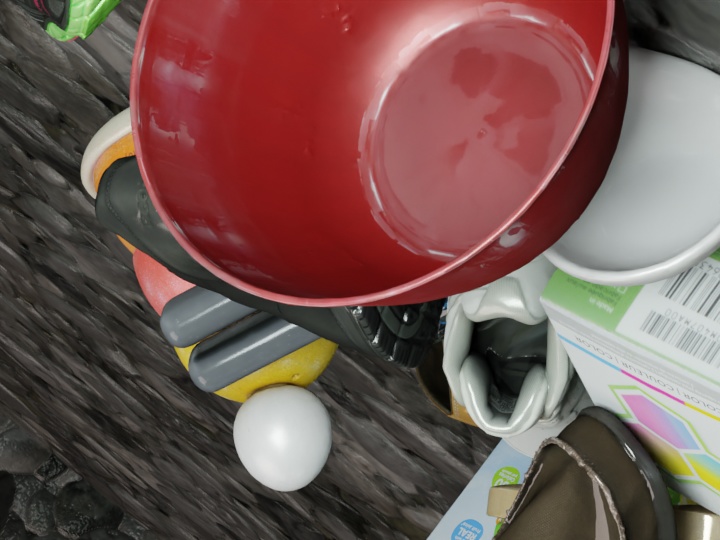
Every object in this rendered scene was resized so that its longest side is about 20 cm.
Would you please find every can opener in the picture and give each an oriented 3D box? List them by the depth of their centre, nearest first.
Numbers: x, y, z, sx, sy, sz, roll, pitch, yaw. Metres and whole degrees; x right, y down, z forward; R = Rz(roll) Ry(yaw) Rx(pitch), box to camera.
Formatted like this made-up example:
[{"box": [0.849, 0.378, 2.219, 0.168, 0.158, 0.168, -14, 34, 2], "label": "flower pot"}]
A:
[{"box": [0.000, 0.000, 1.341, 0.053, 0.199, 0.067, 59, -169, -19], "label": "can opener"}]

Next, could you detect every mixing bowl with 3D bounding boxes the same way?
[{"box": [0.025, -0.067, 1.092, 0.200, 0.201, 0.108, 29, 178, 34], "label": "mixing bowl"}]

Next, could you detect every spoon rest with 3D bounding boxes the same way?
[{"box": [0.082, -0.060, 1.152, 0.200, 0.099, 0.061, 40, 172, 48], "label": "spoon rest"}]

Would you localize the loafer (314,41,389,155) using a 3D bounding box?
[{"box": [-0.021, -0.115, 1.201, 0.200, 0.063, 0.072, 49, -164, 9], "label": "loafer"}]

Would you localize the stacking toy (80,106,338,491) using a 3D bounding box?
[{"box": [-0.056, 0.016, 1.441, 0.146, 0.145, 0.201, 81, 178, -70], "label": "stacking toy"}]

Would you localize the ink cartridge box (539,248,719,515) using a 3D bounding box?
[{"box": [0.155, 0.060, 1.214, 0.104, 0.059, 0.200, 28, 162, 33], "label": "ink cartridge box"}]

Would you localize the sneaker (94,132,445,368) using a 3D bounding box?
[{"box": [-0.033, -0.014, 1.224, 0.090, 0.076, 0.200, 6, 164, 36], "label": "sneaker"}]

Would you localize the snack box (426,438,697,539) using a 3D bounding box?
[{"box": [0.119, 0.154, 1.482, 0.068, 0.200, 0.169, 23, 160, 47], "label": "snack box"}]

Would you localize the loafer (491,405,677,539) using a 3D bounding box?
[{"box": [0.078, 0.145, 1.249, 0.073, 0.071, 0.201, 45, 138, 34], "label": "loafer"}]

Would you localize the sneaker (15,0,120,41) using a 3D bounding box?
[{"box": [-0.152, -0.162, 1.437, 0.084, 0.077, 0.200, 37, 166, -11], "label": "sneaker"}]

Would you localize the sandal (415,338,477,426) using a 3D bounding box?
[{"box": [0.054, 0.050, 1.623, 0.200, 0.054, 0.080, 43, 165, -18], "label": "sandal"}]

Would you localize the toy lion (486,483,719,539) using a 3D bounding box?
[{"box": [0.180, 0.148, 1.347, 0.191, 0.069, 0.200, 11, 175, -35], "label": "toy lion"}]

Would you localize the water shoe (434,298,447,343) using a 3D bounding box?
[{"box": [0.058, 0.007, 1.425, 0.071, 0.079, 0.200, 44, 165, -23], "label": "water shoe"}]

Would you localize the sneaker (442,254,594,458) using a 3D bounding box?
[{"box": [0.066, 0.039, 1.264, 0.077, 0.100, 0.200, 4, 147, 14], "label": "sneaker"}]
